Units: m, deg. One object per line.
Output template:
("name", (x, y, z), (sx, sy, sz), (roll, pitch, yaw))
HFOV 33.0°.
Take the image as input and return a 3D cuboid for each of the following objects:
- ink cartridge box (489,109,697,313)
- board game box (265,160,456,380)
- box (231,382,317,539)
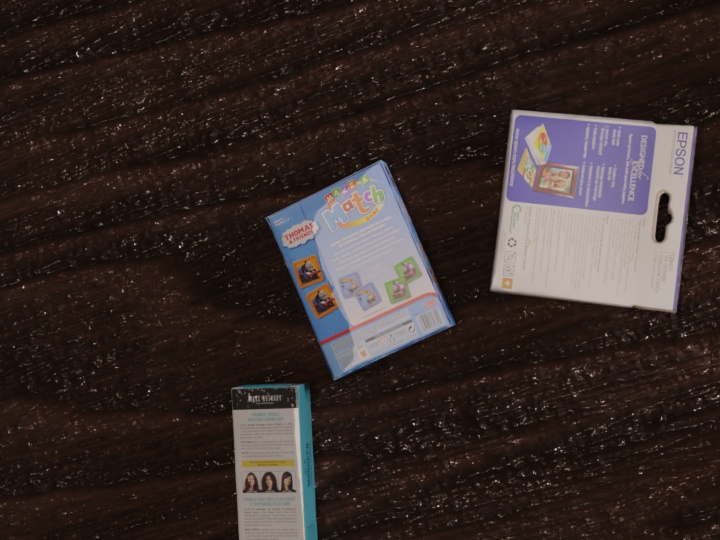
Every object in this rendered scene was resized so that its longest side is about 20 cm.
("ink cartridge box", (0.249, -0.064, 1.306), (0.198, 0.047, 0.200), (7, 90, 12))
("board game box", (0.000, 0.000, 1.370), (0.150, 0.037, 0.202), (-25, 84, 12))
("box", (-0.097, 0.231, 1.385), (0.081, 0.049, 0.202), (-3, 89, 14))
